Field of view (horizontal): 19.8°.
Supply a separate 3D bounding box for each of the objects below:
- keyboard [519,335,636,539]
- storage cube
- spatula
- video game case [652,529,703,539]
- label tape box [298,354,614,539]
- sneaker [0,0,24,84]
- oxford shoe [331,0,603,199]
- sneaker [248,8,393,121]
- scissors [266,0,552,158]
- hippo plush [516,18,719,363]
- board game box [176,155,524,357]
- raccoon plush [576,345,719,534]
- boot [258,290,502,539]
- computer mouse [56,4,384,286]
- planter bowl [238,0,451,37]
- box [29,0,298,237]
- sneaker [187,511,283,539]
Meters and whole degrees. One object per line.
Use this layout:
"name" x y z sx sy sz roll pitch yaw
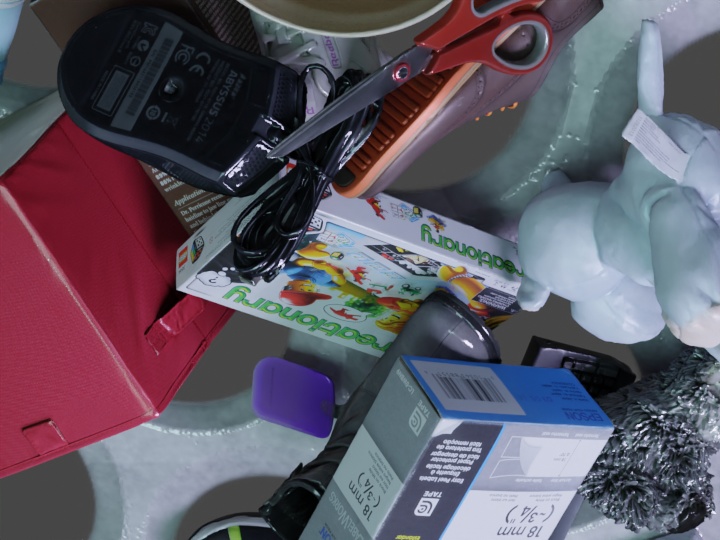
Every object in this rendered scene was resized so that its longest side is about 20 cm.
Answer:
"keyboard" 0.099 0.129 1.402 0.126 0.021 0.201 14 122 -7
"storage cube" -0.209 0.004 1.344 0.199 0.171 0.180 -20 111 32
"spatula" 0.020 0.097 1.422 0.198 0.021 0.057 8 122 6
"video game case" 0.192 0.285 1.485 0.199 0.023 0.183 -22 111 26
"label tape box" 0.048 0.152 1.273 0.143 0.063 0.201 6 123 -38
"sneaker" -0.315 -0.169 1.337 0.199 0.080 0.131 20 123 6
"oxford shoe" 0.066 -0.108 1.220 0.200 0.071 0.072 -46 124 5
"sneaker" -0.028 -0.142 1.248 0.074 0.100 0.201 -14 114 30
"scissors" 0.029 -0.123 1.145 0.014 0.199 0.074 38 141 51
"hippo plush" 0.165 -0.006 1.233 0.160 0.160 0.200 -24 130 40
"board game box" 0.000 0.000 1.300 0.199 0.035 0.126 19 143 -28
"raccoon plush" 0.166 0.086 1.313 0.198 0.097 0.135 5 118 -6
"boot" 0.010 0.104 1.299 0.070 0.132 0.200 41 147 11
"computer mouse" -0.090 -0.085 1.216 0.199 0.053 0.139 29 83 21
"planter bowl" -0.001 -0.251 1.153 0.198 0.135 0.202 8 123 13
"box" -0.106 -0.120 1.304 0.100 0.075 0.201 -23 113 28
"sneaker" -0.043 0.233 1.490 0.198 0.083 0.072 8 122 13
